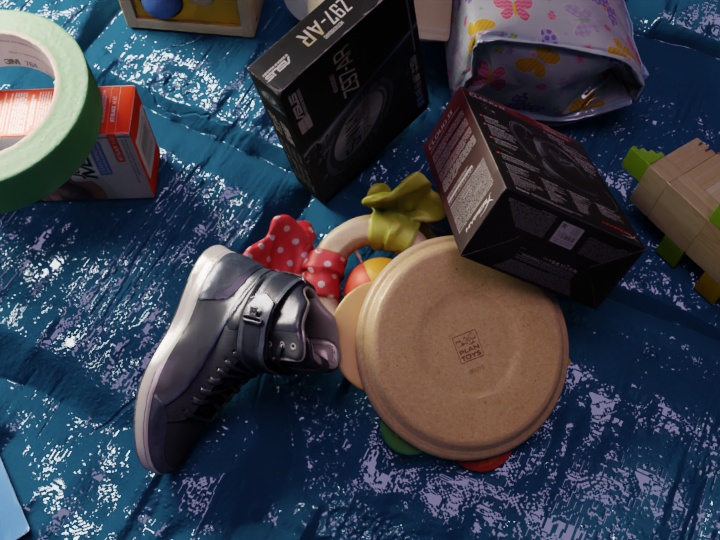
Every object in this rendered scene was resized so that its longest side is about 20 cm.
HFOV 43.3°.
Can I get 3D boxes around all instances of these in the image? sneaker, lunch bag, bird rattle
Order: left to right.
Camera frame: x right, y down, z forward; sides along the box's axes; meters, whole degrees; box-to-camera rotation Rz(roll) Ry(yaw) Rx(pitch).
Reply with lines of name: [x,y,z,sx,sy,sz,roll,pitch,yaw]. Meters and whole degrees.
sneaker: [-0.101,0.091,0.761,0.145,0.077,0.204,17,84,26]
bird rattle: [0.000,0.000,0.839,0.199,0.113,0.164,-28,79,-10]
lunch bag: [0.191,-0.248,0.952,0.197,0.128,0.171,2,58,-10]

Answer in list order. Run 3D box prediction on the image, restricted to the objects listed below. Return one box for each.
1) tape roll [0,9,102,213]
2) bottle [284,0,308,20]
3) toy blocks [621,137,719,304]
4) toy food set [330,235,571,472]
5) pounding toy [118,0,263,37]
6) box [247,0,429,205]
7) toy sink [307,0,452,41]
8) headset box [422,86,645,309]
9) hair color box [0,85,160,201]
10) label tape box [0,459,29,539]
tape roll: [-0.342,-0.148,0.833,0.198,0.048,0.203,-1,63,1]
bottle: [-0.006,-0.364,1.051,0.065,0.083,0.200,47,70,-5]
toy blocks: [0.364,-0.060,0.871,0.136,0.100,0.200,-28,63,-27]
toy food set: [0.087,0.070,0.790,0.199,0.049,0.199,-36,87,-13]
pounding toy: [-0.175,-0.346,0.988,0.197,0.185,0.144,6,60,5]
box: [-0.012,-0.173,0.862,0.160,0.200,0.043,-43,66,-11]
toy sink: [0.026,-0.345,0.945,0.111,0.203,0.130,-6,14,-34]
headset box: [0.147,-0.075,0.821,0.148,0.078,0.201,20,31,-23]
hair color box: [-0.313,-0.124,0.908,0.197,0.111,0.065,-1,61,2]
label tape box: [-0.399,0.204,0.751,0.199,0.066,0.144,-30,64,-13]
